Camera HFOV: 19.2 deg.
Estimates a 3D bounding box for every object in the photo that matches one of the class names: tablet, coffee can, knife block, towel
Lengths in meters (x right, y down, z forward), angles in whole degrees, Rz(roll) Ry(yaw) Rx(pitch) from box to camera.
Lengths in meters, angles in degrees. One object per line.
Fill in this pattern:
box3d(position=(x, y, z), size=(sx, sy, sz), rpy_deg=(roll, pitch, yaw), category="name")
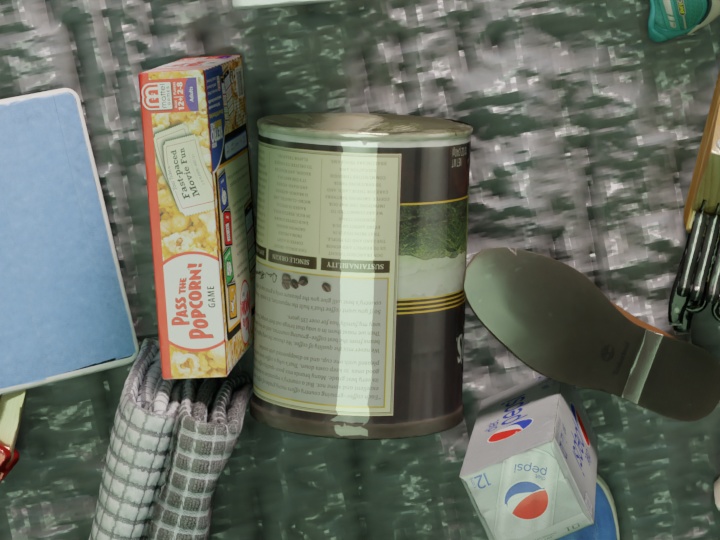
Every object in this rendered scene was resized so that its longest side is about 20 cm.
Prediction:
box3d(position=(-0.235, -0.020, 1.481), size=(0.130, 0.014, 0.201), rpy_deg=(-13, 89, -27), category="tablet")
box3d(position=(0.000, 0.000, 1.432), size=(0.146, 0.146, 0.201), rpy_deg=(3, 99, 7), category="coffee can")
box3d(position=(0.256, -0.056, 1.444), size=(0.064, 0.176, 0.200), rpy_deg=(14, 56, 3), category="knife block")
box3d(position=(-0.131, 0.151, 1.449), size=(0.085, 0.200, 0.166), rpy_deg=(13, 100, -2), category="towel")

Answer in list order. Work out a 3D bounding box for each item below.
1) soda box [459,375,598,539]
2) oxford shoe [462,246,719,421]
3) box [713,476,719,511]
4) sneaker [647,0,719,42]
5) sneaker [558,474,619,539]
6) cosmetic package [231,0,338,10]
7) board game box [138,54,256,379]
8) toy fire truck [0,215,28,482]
box3d(position=(0.114, 0.124, 1.411), size=(0.068, 0.200, 0.064), rpy_deg=(-24, 97, 10), category="soda box")
box3d(position=(0.147, 0.043, 1.439), size=(0.200, 0.071, 0.071), rpy_deg=(30, 90, -19), category="oxford shoe")
box3d(position=(0.333, 0.104, 1.448), size=(0.082, 0.068, 0.200), rpy_deg=(40, 102, 0), category="box")
box3d(position=(0.166, -0.239, 1.413), size=(0.080, 0.078, 0.200), rpy_deg=(-38, 93, 20), category="sneaker")
box3d(position=(0.133, 0.240, 1.473), size=(0.076, 0.111, 0.201), rpy_deg=(15, 100, 4), category="sneaker")
box3d(position=(-0.037, -0.223, 1.373), size=(0.071, 0.200, 0.102), rpy_deg=(-4, 99, 7), category="cosmetic package")
box3d(position=(-0.105, -0.040, 1.436), size=(0.046, 0.152, 0.201), rpy_deg=(-3, 98, 7), category="board game box")
box3d(position=(-0.278, 0.046, 1.499), size=(0.141, 0.049, 0.200), rpy_deg=(27, 87, 6), category="toy fire truck")
